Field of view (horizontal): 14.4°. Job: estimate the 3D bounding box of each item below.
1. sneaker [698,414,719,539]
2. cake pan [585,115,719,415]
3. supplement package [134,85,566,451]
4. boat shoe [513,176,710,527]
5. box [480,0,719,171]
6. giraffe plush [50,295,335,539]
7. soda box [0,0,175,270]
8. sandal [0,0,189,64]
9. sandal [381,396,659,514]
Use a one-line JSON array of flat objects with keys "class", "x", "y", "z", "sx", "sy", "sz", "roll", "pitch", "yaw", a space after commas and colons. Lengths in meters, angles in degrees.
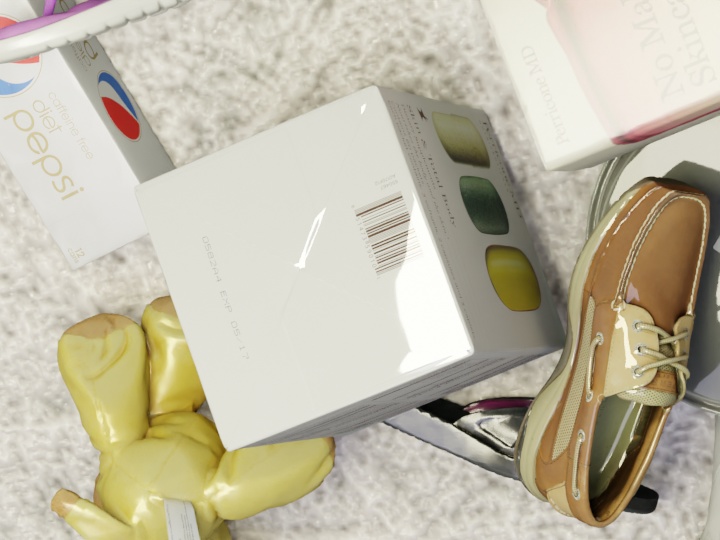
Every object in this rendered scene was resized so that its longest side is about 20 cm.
[{"class": "sneaker", "x": 0.236, "y": 0.137, "z": 1.676, "sx": 0.074, "sy": 0.087, "sz": 0.201, "roll": 8, "pitch": 113, "yaw": 8}, {"class": "cake pan", "x": 0.221, "y": -0.012, "z": 1.611, "sx": 0.199, "sy": 0.037, "sz": 0.201, "roll": 2, "pitch": 97, "yaw": 17}, {"class": "supplement package", "x": 0.000, "y": 0.000, "z": 1.570, "sx": 0.150, "sy": 0.200, "sz": 0.152, "roll": -22, "pitch": 83, "yaw": 17}, {"class": "boat shoe", "x": 0.152, "y": 0.050, "z": 1.570, "sx": 0.075, "sy": 0.074, "sz": 0.201, "roll": 5, "pitch": 113, "yaw": -32}, {"class": "box", "x": 0.176, "y": -0.148, "z": 1.534, "sx": 0.199, "sy": 0.109, "sz": 0.128, "roll": -23, "pitch": 87, "yaw": 17}, {"class": "giraffe plush", "x": -0.110, "y": 0.136, "z": 1.707, "sx": 0.172, "sy": 0.201, "sz": 0.162, "roll": 11, "pitch": 146, "yaw": -4}, {"class": "soda box", "x": -0.184, "y": -0.106, "z": 1.652, "sx": 0.068, "sy": 0.064, "sz": 0.201, "roll": -25, "pitch": 106, "yaw": 18}, {"class": "sandal", "x": -0.125, "y": -0.164, "z": 1.585, "sx": 0.202, "sy": 0.082, "sz": 0.050, "roll": -23, "pitch": 95, "yaw": -21}, {"class": "sandal", "x": 0.088, "y": 0.093, "z": 1.691, "sx": 0.200, "sy": 0.075, "sz": 0.048, "roll": 22, "pitch": 97, "yaw": -1}]
